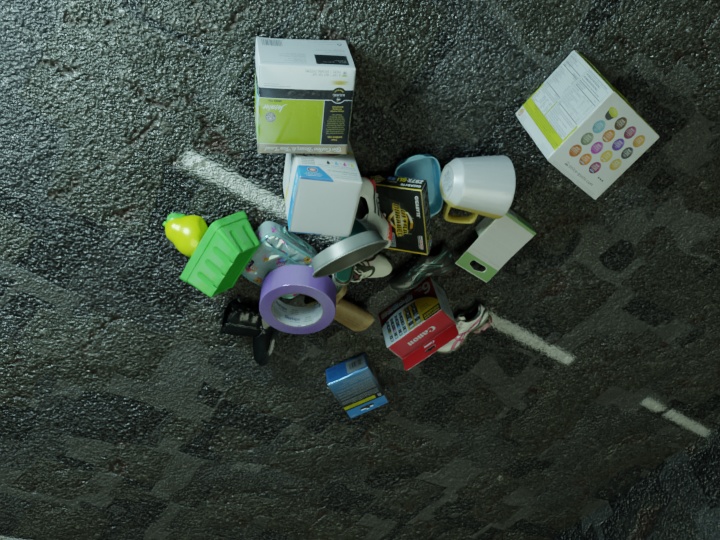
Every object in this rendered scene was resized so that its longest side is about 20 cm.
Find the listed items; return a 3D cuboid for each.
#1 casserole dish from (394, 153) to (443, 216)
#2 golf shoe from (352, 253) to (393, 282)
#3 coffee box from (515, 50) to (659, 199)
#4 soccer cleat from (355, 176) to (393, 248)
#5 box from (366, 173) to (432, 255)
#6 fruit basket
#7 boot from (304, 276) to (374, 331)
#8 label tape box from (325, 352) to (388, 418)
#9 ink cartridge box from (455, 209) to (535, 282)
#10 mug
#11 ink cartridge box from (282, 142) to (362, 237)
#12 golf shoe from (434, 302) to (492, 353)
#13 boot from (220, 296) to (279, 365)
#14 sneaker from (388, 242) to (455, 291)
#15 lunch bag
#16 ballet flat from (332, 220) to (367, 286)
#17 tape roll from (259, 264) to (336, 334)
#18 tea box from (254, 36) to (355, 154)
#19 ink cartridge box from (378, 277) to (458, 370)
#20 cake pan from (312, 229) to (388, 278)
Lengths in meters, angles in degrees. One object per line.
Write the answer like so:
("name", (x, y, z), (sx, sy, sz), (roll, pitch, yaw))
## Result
("casserole dish", (0.143, -0.210, 1.643), (0.117, 0.039, 0.204), (-14, 132, -1))
("golf shoe", (0.000, 0.000, 1.758), (0.194, 0.089, 0.079), (6, 128, -21))
("coffee box", (0.518, -0.335, 1.517), (0.197, 0.203, 0.198), (27, 120, -32))
("soccer cleat", (0.023, -0.128, 1.580), (0.067, 0.086, 0.204), (9, 134, 35))
("box", (0.094, -0.139, 1.635), (0.155, 0.050, 0.204), (12, 137, 23))
("fruit basket", (-0.372, -0.067, 1.595), (0.210, 0.155, 0.223), (9, 109, 26))
("boot", (-0.035, 0.096, 1.826), (0.198, 0.068, 0.173), (31, 151, -32))
("label tape box", (-0.010, 0.368, 2.092), (0.141, 0.064, 0.202), (-23, 132, 6))
("ink cartridge box", (0.365, -0.074, 1.811), (0.143, 0.049, 0.200), (26, 120, -31))
("mug", (0.273, -0.190, 1.604), (0.148, 0.150, 0.192), (2, 110, -18))
("ink cartridge box", (-0.091, -0.199, 1.483), (0.143, 0.203, 0.147), (3, 129, -16))
("golf shoe", (0.300, 0.171, 1.999), (0.198, 0.073, 0.093), (-37, 124, 5))
("boot", (-0.313, 0.172, 1.839), (0.158, 0.074, 0.202), (11, 120, -26))
("sneaker", (0.162, -0.012, 1.811), (0.195, 0.076, 0.081), (-25, 120, -2))
("lunch bag", (-0.207, -0.027, 1.687), (0.198, 0.078, 0.160), (31, 118, -34))
("ballet flat", (-0.031, -0.057, 1.677), (0.066, 0.206, 0.064), (17, 168, -5))
("tape roll", (-0.159, 0.077, 1.678), (0.193, 0.067, 0.203), (1, 138, 1))
("tea box", (-0.122, -0.362, 1.377), (0.193, 0.135, 0.201), (-1, 130, -13))
("ink cartridge box", (0.163, 0.153, 1.872), (0.198, 0.178, 0.083), (-37, 130, 19))
("cake pan", (-0.029, -0.041, 1.538), (0.195, 0.038, 0.200), (-24, 173, -3))
